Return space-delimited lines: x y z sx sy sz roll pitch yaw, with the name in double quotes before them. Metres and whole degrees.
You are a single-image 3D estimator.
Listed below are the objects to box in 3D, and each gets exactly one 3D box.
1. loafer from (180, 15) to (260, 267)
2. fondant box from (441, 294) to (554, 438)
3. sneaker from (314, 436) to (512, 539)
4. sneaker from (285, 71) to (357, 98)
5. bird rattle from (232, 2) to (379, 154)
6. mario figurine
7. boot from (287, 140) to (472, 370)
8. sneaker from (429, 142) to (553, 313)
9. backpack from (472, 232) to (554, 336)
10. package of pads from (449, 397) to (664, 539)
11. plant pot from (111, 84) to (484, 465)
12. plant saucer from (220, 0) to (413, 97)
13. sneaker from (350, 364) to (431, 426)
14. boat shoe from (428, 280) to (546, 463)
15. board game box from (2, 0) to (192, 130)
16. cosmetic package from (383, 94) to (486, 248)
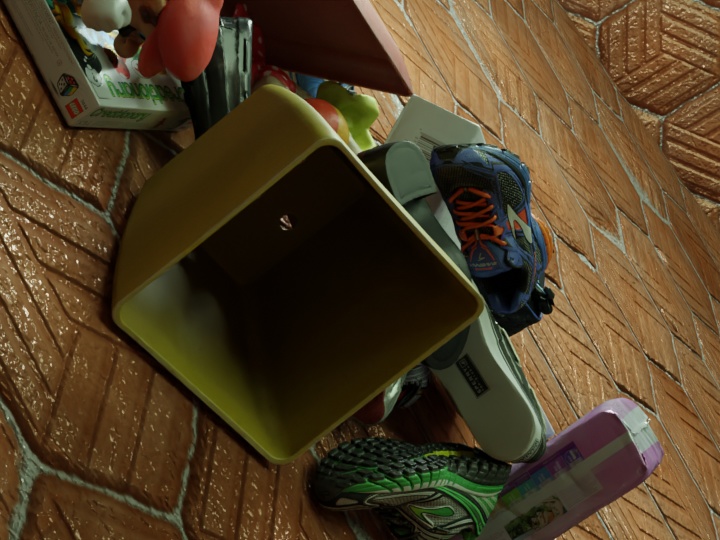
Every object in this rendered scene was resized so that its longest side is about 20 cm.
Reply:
"loafer" -0.099 -0.105 1.446 0.068 0.070 0.202 -171 -109 -76
"fondant box" 0.100 0.081 1.654 0.145 0.058 0.200 61 -5 -12
"sneaker" 0.042 0.184 1.428 0.199 0.086 0.078 10 7 -43
"sneaker" -0.033 -0.198 1.808 0.201 0.089 0.078 62 20 8
"bird rattle" -0.050 -0.141 1.601 0.200 0.113 0.163 47 5 -43
"mario figurine" -0.192 -0.220 1.387 0.123 0.106 0.200 -30 75 -36
"boot" 0.000 0.000 1.497 0.068 0.200 0.189 -23 92 -33
"sneaker" 0.111 -0.036 1.506 0.200 0.075 0.079 53 43 -45
"backpack" 0.098 -0.036 1.826 0.200 0.134 0.183 53 20 -18
"package of pads" 0.163 0.190 1.550 0.076 0.199 0.120 57 15 11
"plant pot" -0.061 -0.018 1.330 0.200 0.200 0.177 46 11 -35
"plant saucer" -0.062 -0.233 1.609 0.037 0.199 0.200 -68 154 -15
"sneaker" 0.029 0.086 1.554 0.082 0.078 0.200 56 19 -11
"boat shoe" 0.093 0.074 1.504 0.201 0.070 0.064 64 15 19
"board game box" -0.200 -0.173 1.424 0.127 0.034 0.200 62 19 6
"cosmetic package" 0.066 -0.077 1.627 0.074 0.102 0.200 28 -7 12
